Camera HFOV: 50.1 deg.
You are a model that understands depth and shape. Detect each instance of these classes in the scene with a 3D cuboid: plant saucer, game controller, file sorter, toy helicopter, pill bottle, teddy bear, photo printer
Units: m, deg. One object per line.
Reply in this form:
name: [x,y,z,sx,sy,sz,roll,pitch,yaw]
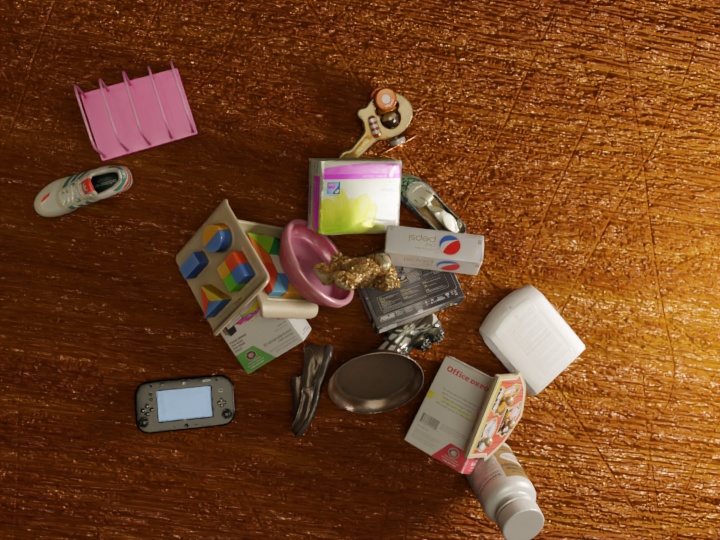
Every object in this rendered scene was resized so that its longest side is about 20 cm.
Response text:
plant saucer: [-0.095,-0.008,1.552,0.051,0.201,0.201,-34,97,25]
game controller: [-0.358,0.272,1.575,0.199,0.042,0.105,-5,92,-10]
file sorter: [-0.439,-0.316,1.509,0.199,0.125,0.140,-18,93,-8]
toy helicopter: [0.033,-0.283,1.625,0.132,0.079,0.200,41,95,-17]
pill bottle: [0.297,0.455,1.593,0.114,0.200,0.115,-6,119,-12]
teddy bear: [0.000,0.000,1.501,0.199,0.145,0.067,1,101,-32]
photo printer: [0.367,0.145,1.677,0.166,0.069,0.200,-42,96,-6]
plant saucer: [0.031,0.225,1.593,0.199,0.032,0.201,-5,133,-5]

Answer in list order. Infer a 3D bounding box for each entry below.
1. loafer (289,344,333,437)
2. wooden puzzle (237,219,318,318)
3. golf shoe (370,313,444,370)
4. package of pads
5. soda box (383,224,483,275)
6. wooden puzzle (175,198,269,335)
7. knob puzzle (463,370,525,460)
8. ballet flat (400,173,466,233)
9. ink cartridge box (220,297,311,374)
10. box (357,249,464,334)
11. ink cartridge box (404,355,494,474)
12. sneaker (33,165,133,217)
loafer: [-0.115,0.245,1.606,0.071,0.073,0.201,17,83,1]
wooden puzzle: [-0.164,-0.003,1.514,0.037,0.185,0.201,-29,72,26]
golf shoe: [0.076,0.148,1.638,0.199,0.078,0.095,-27,72,-5]
package of pads: [-0.010,-0.150,1.571,0.199,0.068,0.155,-5,105,-29]
soda box: [0.149,-0.042,1.577,0.199,0.068,0.064,6,68,1]
wooden puzzle: [-0.273,-0.005,1.452,0.185,0.046,0.201,-43,66,31]
knob puzzle: [0.296,0.300,1.574,0.030,0.219,0.220,24,86,34]
ballet flat: [0.153,-0.135,1.638,0.200,0.074,0.074,42,84,-8]
ink cartridge box: [-0.216,0.082,1.553,0.144,0.084,0.200,-31,96,13]
box: [0.096,0.025,1.614,0.199,0.048,0.159,-20,71,-9]
ink cartridge box: [0.207,0.302,1.615,0.145,0.083,0.201,26,86,29]
sneaker: [-0.548,-0.161,1.509,0.199,0.093,0.071,-20,94,-9]
